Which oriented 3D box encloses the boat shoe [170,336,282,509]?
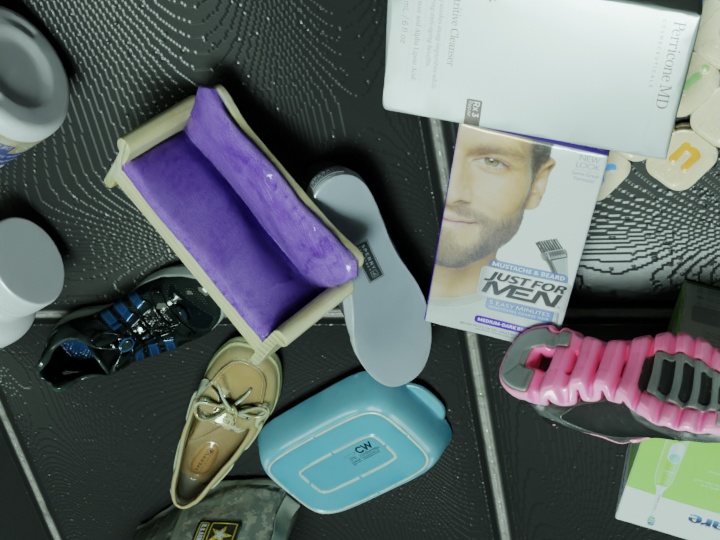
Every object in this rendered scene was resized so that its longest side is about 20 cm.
[{"bbox_3d":[-0.126,0.144,1.194,0.073,0.063,0.201,23,129,-1],"label":"boat shoe"}]

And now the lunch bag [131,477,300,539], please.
[{"bbox_3d":[-0.150,0.297,1.249,0.200,0.164,0.118,-34,114,33],"label":"lunch bag"}]

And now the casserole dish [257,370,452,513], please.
[{"bbox_3d":[-0.009,0.164,1.184,0.200,0.039,0.121,-31,118,31],"label":"casserole dish"}]

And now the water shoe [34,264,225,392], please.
[{"bbox_3d":[-0.200,0.060,1.145,0.199,0.079,0.072,-22,117,29],"label":"water shoe"}]

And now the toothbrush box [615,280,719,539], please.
[{"bbox_3d":[0.300,0.125,1.036,0.145,0.086,0.201,14,127,9],"label":"toothbrush box"}]

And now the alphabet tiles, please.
[{"bbox_3d":[0.182,-0.141,0.922,0.200,0.015,0.196,33,130,-8],"label":"alphabet tiles"}]

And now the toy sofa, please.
[{"bbox_3d":[-0.097,-0.037,0.990,0.200,0.083,0.098,50,145,3],"label":"toy sofa"}]

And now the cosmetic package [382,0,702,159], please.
[{"bbox_3d":[0.121,-0.155,0.869,0.199,0.081,0.113,11,128,11],"label":"cosmetic package"}]

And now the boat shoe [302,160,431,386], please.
[{"bbox_3d":[0.000,0.000,1.052,0.070,0.066,0.201,-28,117,-4],"label":"boat shoe"}]

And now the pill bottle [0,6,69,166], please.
[{"bbox_3d":[-0.336,-0.116,1.027,0.199,0.111,0.111,-26,115,31],"label":"pill bottle"}]

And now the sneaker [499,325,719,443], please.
[{"bbox_3d":[0.206,0.098,0.970,0.199,0.079,0.096,9,145,37],"label":"sneaker"}]

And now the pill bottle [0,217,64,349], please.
[{"bbox_3d":[-0.359,0.028,1.151,0.199,0.111,0.111,-26,115,30],"label":"pill bottle"}]

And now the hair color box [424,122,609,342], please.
[{"bbox_3d":[0.117,-0.037,0.978,0.109,0.065,0.201,13,132,7],"label":"hair color box"}]
